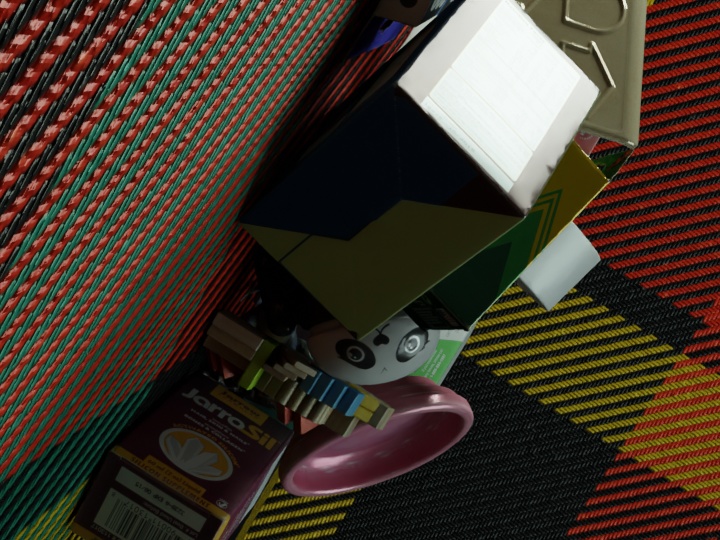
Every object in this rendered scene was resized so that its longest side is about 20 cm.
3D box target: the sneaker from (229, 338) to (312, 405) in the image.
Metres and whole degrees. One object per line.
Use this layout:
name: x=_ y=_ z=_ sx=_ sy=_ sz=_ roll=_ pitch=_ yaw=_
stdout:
sneaker: x=-0.072 y=0.122 z=1.574 sx=0.079 sy=0.095 sz=0.200 roll=-63 pitch=-158 yaw=-12

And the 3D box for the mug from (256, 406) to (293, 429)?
mug: x=-0.042 y=0.117 z=1.704 sx=0.185 sy=0.152 sz=0.114 roll=-34 pitch=174 yaw=0

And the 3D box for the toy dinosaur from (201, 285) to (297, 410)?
toy dinosaur: x=-0.087 y=0.030 z=1.458 sx=0.200 sy=0.105 sz=0.182 roll=5 pitch=-110 yaw=56

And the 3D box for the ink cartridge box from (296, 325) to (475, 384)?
ink cartridge box: x=0.011 y=0.050 z=1.631 sx=0.146 sy=0.200 sz=0.084 roll=-56 pitch=172 yaw=-35

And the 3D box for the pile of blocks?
pile of blocks: x=-0.060 y=0.107 z=1.355 sx=0.062 sy=0.200 sz=0.082 roll=-59 pitch=-159 yaw=2

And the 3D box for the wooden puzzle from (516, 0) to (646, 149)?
wooden puzzle: x=0.171 y=-0.215 z=1.410 sx=0.046 sy=0.200 sz=0.185 roll=144 pitch=-42 yaw=-59

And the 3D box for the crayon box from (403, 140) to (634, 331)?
crayon box: x=0.119 y=-0.038 z=1.242 sx=0.200 sy=0.051 sz=0.127 roll=-45 pitch=-172 yaw=-12

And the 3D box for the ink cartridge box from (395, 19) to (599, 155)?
ink cartridge box: x=0.146 y=-0.192 z=1.452 sx=0.117 sy=0.200 sz=0.068 roll=-57 pitch=-175 yaw=-28

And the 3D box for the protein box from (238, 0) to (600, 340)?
protein box: x=0.048 y=-0.089 z=1.185 sx=0.199 sy=0.135 sz=0.200 roll=-38 pitch=-170 yaw=40

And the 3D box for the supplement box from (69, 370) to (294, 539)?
supplement box: x=-0.145 y=0.174 z=1.294 sx=0.086 sy=0.110 sz=0.200 roll=-60 pitch=176 yaw=20

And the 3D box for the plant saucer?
plant saucer: x=0.010 y=0.160 z=1.511 sx=0.200 sy=0.051 sz=0.201 roll=-18 pitch=156 yaw=-8

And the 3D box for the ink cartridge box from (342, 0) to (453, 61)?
ink cartridge box: x=0.070 y=-0.256 z=1.251 sx=0.200 sy=0.043 sz=0.198 roll=-59 pitch=176 yaw=20

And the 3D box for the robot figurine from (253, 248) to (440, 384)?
robot figurine: x=0.001 y=0.000 z=1.341 sx=0.150 sy=0.200 sz=0.125 roll=-17 pitch=170 yaw=38

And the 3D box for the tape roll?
tape roll: x=0.126 y=-0.056 z=1.418 sx=0.071 sy=0.202 sz=0.202 roll=-45 pitch=176 yaw=3
